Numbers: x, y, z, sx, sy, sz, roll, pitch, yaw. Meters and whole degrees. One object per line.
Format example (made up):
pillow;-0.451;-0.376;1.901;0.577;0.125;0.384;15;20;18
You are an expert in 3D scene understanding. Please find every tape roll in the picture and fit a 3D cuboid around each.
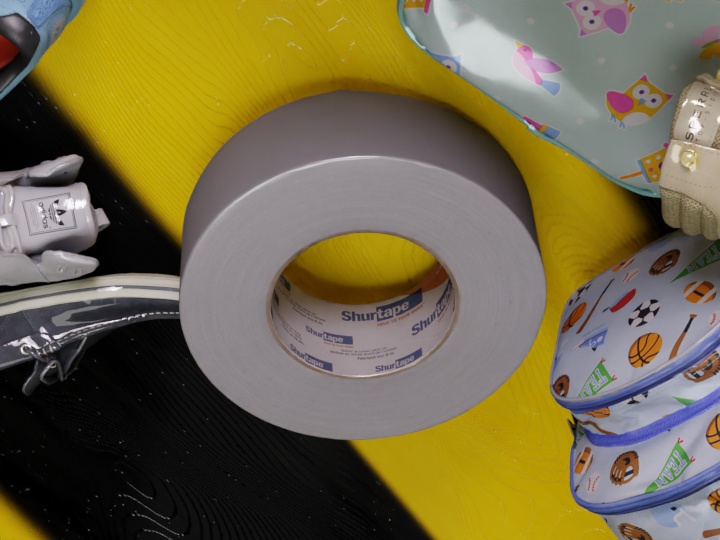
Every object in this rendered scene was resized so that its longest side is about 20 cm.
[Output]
tape roll;0.000;0.000;1.071;0.200;0.066;0.201;-2;129;-3

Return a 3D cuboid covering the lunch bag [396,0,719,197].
lunch bag;0.133;-0.136;0.943;0.200;0.077;0.160;31;127;-18

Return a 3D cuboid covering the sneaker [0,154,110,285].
sneaker;-0.209;-0.031;1.047;0.115;0.075;0.200;-11;172;7

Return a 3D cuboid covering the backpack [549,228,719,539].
backpack;0.194;0.069;1.039;0.154;0.191;0.200;38;127;-23

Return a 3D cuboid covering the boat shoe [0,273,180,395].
boat shoe;-0.187;0.039;1.125;0.200;0.075;0.062;-11;90;-7

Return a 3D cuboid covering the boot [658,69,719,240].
boot;0.215;-0.052;0.863;0.155;0.073;0.200;26;156;13

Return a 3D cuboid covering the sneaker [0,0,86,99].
sneaker;-0.232;-0.108;1.014;0.200;0.090;0.078;-29;122;32
